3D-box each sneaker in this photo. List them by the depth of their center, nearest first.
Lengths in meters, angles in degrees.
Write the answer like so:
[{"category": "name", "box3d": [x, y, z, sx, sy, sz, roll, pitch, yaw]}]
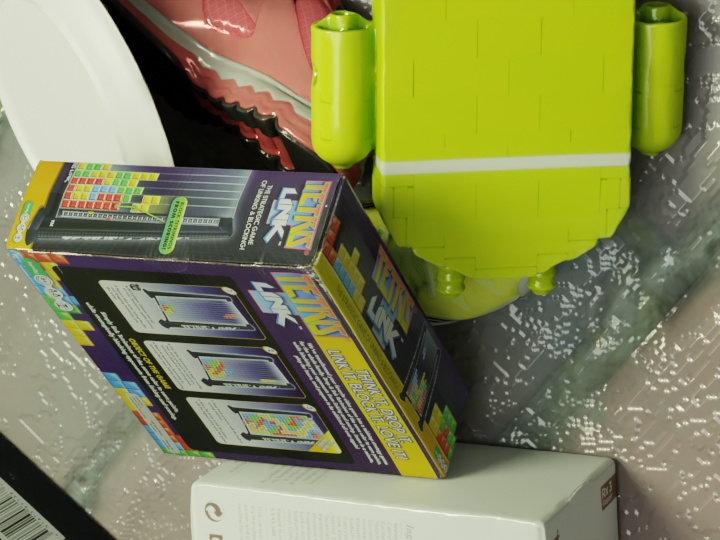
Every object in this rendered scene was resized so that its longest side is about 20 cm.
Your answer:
[{"category": "sneaker", "box3d": [0.000, 0.000, 1.314, 0.200, 0.076, 0.076, -6, 100, 27]}, {"category": "sneaker", "box3d": [-0.052, -0.113, 1.322, 0.200, 0.087, 0.074, 36, 162, 30]}]

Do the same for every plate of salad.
[{"category": "plate of salad", "box3d": [-0.140, -0.089, 1.345, 0.200, 0.048, 0.200, 44, 149, 35]}]

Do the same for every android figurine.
[{"category": "android figurine", "box3d": [0.067, -0.081, 1.227, 0.182, 0.041, 0.200, -4, 110, -7]}]

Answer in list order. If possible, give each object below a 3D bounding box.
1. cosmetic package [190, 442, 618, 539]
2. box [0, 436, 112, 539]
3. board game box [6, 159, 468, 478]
[{"category": "cosmetic package", "box3d": [0.023, 0.134, 1.329, 0.200, 0.102, 0.074, 6, 108, 27]}, {"category": "box", "box3d": [-0.236, 0.206, 1.481, 0.200, 0.104, 0.182, 41, 120, 12]}, {"category": "board game box", "box3d": [-0.056, 0.025, 1.264, 0.165, 0.057, 0.200, 3, 148, 23]}]
